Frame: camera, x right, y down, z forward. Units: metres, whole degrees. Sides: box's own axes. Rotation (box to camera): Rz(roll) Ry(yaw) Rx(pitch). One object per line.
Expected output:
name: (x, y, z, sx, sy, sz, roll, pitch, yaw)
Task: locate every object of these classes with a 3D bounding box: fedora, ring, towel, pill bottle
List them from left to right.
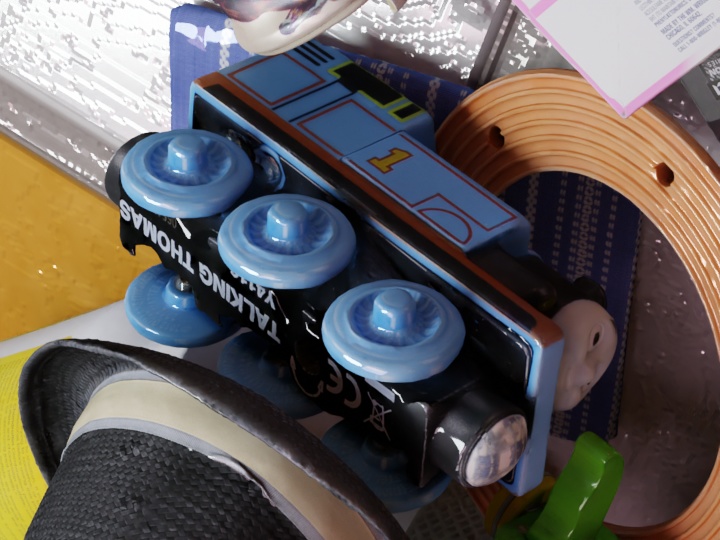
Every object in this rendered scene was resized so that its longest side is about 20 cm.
pill bottle: (-0.093, 0.070, 1.043, 0.200, 0.112, 0.112, -17, 113, 54)
fedora: (-0.064, 0.114, 0.875, 0.200, 0.092, 0.201, 29, 151, 18)
towel: (0.013, -0.018, 0.995, 0.199, 0.024, 0.145, 18, 129, 20)
ring: (0.084, 0.027, 0.912, 0.200, 0.019, 0.201, 26, 125, 44)

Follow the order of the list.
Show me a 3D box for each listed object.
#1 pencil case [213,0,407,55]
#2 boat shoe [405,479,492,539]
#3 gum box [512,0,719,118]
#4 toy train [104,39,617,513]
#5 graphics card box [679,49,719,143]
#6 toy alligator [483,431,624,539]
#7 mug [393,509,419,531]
pencil case: (-0.053, -0.170, 0.878, 0.200, 0.078, 0.089, 58, 157, -15)
boat shoe: (0.021, 0.157, 0.993, 0.074, 0.200, 0.062, 1, 127, 36)
gum box: (0.131, -0.136, 0.753, 0.066, 0.114, 0.200, 46, 135, -6)
toy train: (0.000, 0.000, 0.893, 0.200, 0.114, 0.087, 36, 140, 34)
graphics card box: (0.202, -0.021, 0.833, 0.125, 0.051, 0.200, -18, 113, 40)
toy alligator: (0.062, 0.133, 0.926, 0.059, 0.054, 0.200, 41, 148, 28)
mug: (-0.022, 0.181, 1.073, 0.186, 0.153, 0.150, 20, 131, 20)
